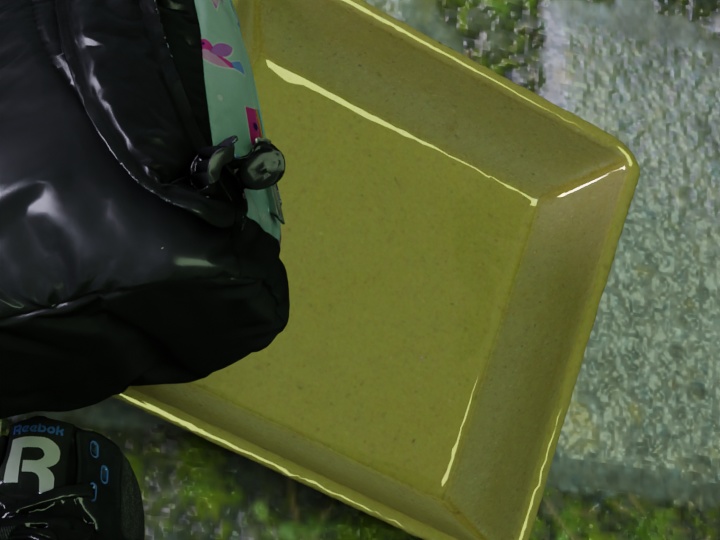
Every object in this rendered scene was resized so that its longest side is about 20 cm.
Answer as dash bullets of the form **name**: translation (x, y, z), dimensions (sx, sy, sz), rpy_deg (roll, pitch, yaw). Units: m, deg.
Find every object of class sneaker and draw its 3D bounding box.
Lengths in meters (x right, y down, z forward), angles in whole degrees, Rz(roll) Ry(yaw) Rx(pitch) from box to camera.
- **sneaker**: translation (-0.126, 0.098, 0.710), dimensions (0.072, 0.200, 0.113), rpy_deg (-6, 69, 11)

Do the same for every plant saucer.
- **plant saucer**: translation (0.000, 0.000, 0.851), dimensions (0.199, 0.048, 0.202), rpy_deg (26, 67, -16)

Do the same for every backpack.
- **backpack**: translation (-0.109, -0.053, 0.745), dimensions (0.165, 0.127, 0.202), rpy_deg (-10, 59, 2)
